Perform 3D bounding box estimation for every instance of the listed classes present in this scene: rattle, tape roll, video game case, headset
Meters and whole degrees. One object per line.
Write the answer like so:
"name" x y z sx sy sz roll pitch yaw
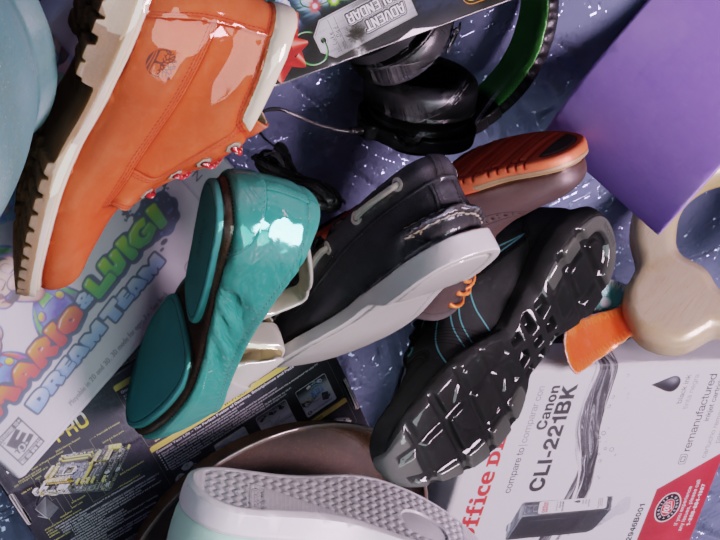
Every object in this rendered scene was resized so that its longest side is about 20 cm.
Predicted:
"rattle" 0.192 0.014 1.452 0.200 0.130 0.143 -39 179 -13
"tape roll" 0.196 -0.120 1.279 0.200 0.085 0.200 -48 174 -6
"video game case" -0.164 -0.017 1.222 0.200 0.024 0.182 -49 133 -10
"headset" 0.030 -0.103 1.261 0.200 0.094 0.124 -35 133 -16

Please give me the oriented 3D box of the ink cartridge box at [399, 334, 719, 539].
"ink cartridge box" 0.124 0.094 1.465 0.200 0.084 0.145 0 121 -29

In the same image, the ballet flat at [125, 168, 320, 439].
"ballet flat" -0.065 0.025 1.218 0.070 0.067 0.200 5 141 -19

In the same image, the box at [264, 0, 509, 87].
"box" 0.018 -0.187 1.189 0.200 0.040 0.137 -22 100 -16

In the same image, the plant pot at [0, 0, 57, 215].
"plant pot" -0.223 -0.085 1.077 0.134 0.200 0.201 -37 139 -39

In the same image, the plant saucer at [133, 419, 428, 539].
"plant saucer" -0.055 0.160 1.381 0.200 0.032 0.200 -20 134 -21

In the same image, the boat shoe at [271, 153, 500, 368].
"boat shoe" 0.000 0.000 1.239 0.074 0.060 0.200 -16 168 -30

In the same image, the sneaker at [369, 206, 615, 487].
"sneaker" 0.063 0.039 1.340 0.200 0.079 0.075 -48 137 -25

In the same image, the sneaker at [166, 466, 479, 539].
"sneaker" -0.028 0.179 1.338 0.200 0.074 0.118 12 112 -29

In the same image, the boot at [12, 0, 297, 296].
"boot" -0.103 -0.059 1.143 0.107 0.075 0.200 15 125 -22

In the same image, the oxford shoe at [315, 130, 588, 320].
"oxford shoe" 0.051 -0.019 1.285 0.071 0.200 0.073 -36 99 -48

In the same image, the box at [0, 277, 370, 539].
"box" -0.104 0.091 1.352 0.200 0.049 0.161 -32 135 -7
